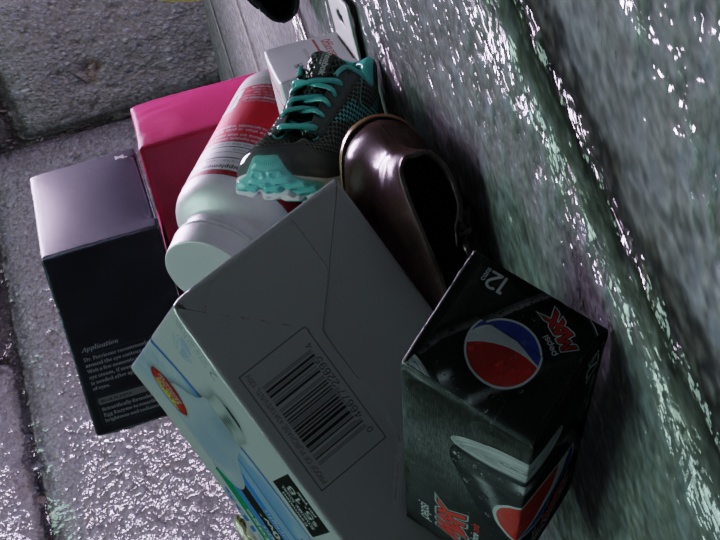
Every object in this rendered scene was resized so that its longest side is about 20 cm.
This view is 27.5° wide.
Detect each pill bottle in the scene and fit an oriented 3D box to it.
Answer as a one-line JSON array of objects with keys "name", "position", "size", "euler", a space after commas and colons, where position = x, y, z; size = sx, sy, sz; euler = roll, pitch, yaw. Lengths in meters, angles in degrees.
[{"name": "pill bottle", "position": [-0.091, -0.069, 1.269], "size": [0.113, 0.111, 0.201], "euler": [80, -153, -49]}]

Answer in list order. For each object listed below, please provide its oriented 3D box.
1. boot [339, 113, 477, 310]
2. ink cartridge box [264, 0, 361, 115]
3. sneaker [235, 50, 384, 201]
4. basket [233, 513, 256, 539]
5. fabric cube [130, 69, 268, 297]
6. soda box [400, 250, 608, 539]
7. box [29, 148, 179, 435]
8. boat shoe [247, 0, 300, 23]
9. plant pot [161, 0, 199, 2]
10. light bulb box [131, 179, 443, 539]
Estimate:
[{"name": "boot", "position": [0.035, 0.010, 0.872], "size": [0.166, 0.071, 0.203], "euler": [-130, 22, -72]}, {"name": "ink cartridge box", "position": [-0.026, -0.113, 1.156], "size": [0.116, 0.066, 0.203], "euler": [-116, 12, -68]}, {"name": "sneaker", "position": [-0.031, -0.099, 0.981], "size": [0.200, 0.076, 0.093], "euler": [-36, -56, -69]}, {"name": "basket", "position": [-0.006, 0.281, 1.389], "size": [0.202, 0.159, 0.198], "euler": [59, 172, 15]}, {"name": "fabric cube", "position": [-0.116, -0.081, 1.507], "size": [0.199, 0.193, 0.203], "euler": [-126, 22, -69]}, {"name": "soda box", "position": [0.063, 0.077, 0.686], "size": [0.070, 0.064, 0.201], "euler": [31, 158, 18]}, {"name": "box", "position": [-0.241, 0.017, 1.449], "size": [0.197, 0.116, 0.202], "euler": [-121, 17, -60]}, {"name": "boat shoe", "position": [-0.087, -0.280, 1.279], "size": [0.200, 0.074, 0.067], "euler": [87, 164, -68]}, {"name": "plant pot", "position": [-0.171, -0.393, 1.390], "size": [0.201, 0.197, 0.192], "euler": [80, -175, -48]}, {"name": "light bulb box", "position": [-0.024, 0.083, 0.877], "size": [0.199, 0.124, 0.200], "euler": [53, 160, 2]}]
